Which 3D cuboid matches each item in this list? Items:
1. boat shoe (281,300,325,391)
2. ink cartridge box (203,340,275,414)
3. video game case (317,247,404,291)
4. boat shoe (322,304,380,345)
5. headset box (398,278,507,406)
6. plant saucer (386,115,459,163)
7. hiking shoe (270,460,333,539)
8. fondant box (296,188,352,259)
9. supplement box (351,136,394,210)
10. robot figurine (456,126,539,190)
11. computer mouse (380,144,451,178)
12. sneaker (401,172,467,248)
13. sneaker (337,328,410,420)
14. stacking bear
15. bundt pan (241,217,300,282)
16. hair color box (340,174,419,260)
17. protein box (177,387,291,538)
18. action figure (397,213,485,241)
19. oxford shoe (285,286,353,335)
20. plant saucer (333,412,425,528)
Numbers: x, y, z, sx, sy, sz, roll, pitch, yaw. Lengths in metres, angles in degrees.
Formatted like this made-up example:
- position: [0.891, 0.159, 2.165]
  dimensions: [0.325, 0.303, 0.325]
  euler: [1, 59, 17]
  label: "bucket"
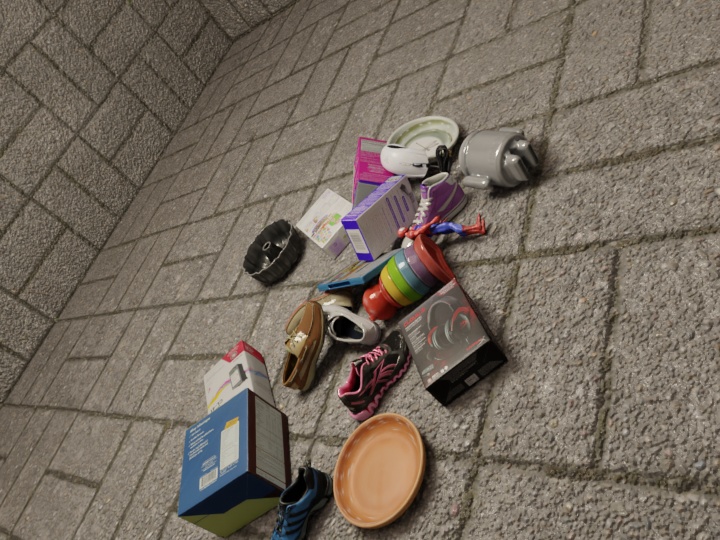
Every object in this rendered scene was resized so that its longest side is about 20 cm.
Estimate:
- position: [-0.129, 0.170, 1.305]
  dimensions: [0.075, 0.072, 0.207]
  euler: [21, 102, 58]
  label: "boat shoe"
- position: [-0.297, 0.293, 1.424]
  dimensions: [0.147, 0.086, 0.201]
  euler: [-42, 34, 7]
  label: "ink cartridge box"
- position: [0.000, 0.000, 1.364]
  dimensions: [0.142, 0.018, 0.198]
  euler: [-35, 12, -32]
  label: "video game case"
- position: [-0.047, 0.118, 1.307]
  dimensions: [0.196, 0.064, 0.076]
  euler: [6, 88, 38]
  label: "boat shoe"
- position: [0.164, 0.125, 1.107]
  dimensions: [0.147, 0.075, 0.202]
  euler: [-38, 36, 13]
  label: "headset box"
- position: [0.166, -0.328, 1.542]
  dimensions: [0.194, 0.051, 0.204]
  euler: [-12, 43, 11]
  label: "plant saucer"
- position: [-0.133, 0.454, 1.091]
  dimensions: [0.073, 0.087, 0.203]
  euler: [11, 64, 50]
  label: "hiking shoe"
- position: [-0.083, -0.133, 1.636]
  dimensions: [0.145, 0.058, 0.199]
  euler: [-48, 34, -2]
  label: "fondant box"
- position: [0.033, -0.248, 1.556]
  dimensions: [0.204, 0.100, 0.103]
  euler: [-87, 8, -45]
  label: "supplement box"
- position: [0.296, -0.249, 1.299]
  dimensions: [0.171, 0.113, 0.198]
  euler: [-50, 35, -14]
  label: "robot figurine"
- position: [0.129, -0.259, 1.442]
  dimensions: [0.195, 0.113, 0.044]
  euler: [14, 27, 26]
  label: "computer mouse"
- position: [0.146, -0.137, 1.350]
  dimensions: [0.201, 0.114, 0.072]
  euler: [-49, 37, -2]
  label: "sneaker"
- position: [0.025, 0.194, 1.172]
  dimensions: [0.078, 0.095, 0.202]
  euler: [16, 66, 53]
  label: "sneaker"
- position: [0.088, 0.029, 1.257]
  dimensions: [0.199, 0.113, 0.123]
  euler: [-41, 46, 19]
  label: "stacking bear"
- position: [-0.251, -0.048, 1.713]
  dimensions: [0.198, 0.076, 0.206]
  euler: [-27, 40, 25]
  label: "bundt pan"
- position: [0.052, -0.126, 1.391]
  dimensions: [0.064, 0.111, 0.199]
  euler: [5, 39, 49]
  label: "hair color box"
- position: [-0.262, 0.402, 1.237]
  dimensions: [0.196, 0.135, 0.203]
  euler: [-35, 37, 16]
  label: "protein box"
- position: [0.172, -0.092, 1.285]
  dimensions: [0.194, 0.065, 0.054]
  euler: [-8, 82, 24]
  label: "action figure"
- position: [-0.100, 0.111, 1.408]
  dimensions: [0.198, 0.070, 0.076]
  euler: [-37, 41, 16]
  label: "oxford shoe"
- position: [0.037, 0.357, 1.050]
  dimensions: [0.197, 0.037, 0.204]
  euler: [-27, 40, 25]
  label: "plant saucer"
